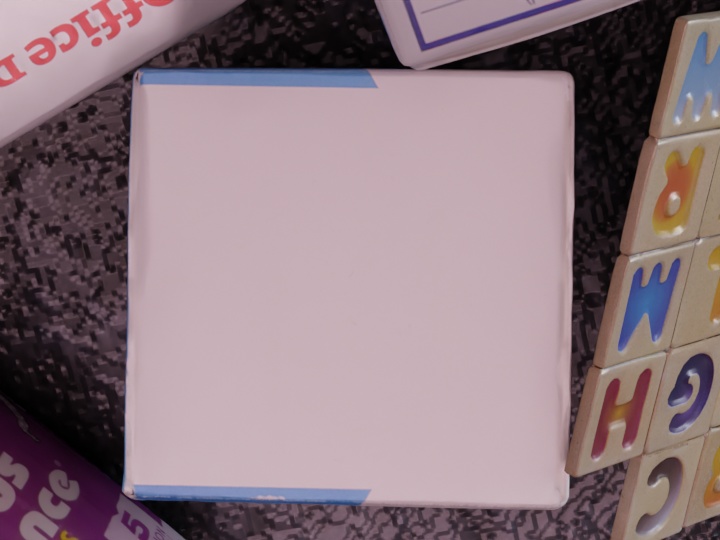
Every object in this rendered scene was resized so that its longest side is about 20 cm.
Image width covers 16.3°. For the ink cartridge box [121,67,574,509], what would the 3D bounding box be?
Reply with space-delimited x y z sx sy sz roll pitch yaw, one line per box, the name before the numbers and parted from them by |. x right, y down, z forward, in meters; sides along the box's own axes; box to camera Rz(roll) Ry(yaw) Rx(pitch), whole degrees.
ink cartridge box | 0.000 0.000 0.802 0.128 0.200 0.125 1 93 1

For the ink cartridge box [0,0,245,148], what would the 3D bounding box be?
ink cartridge box | -0.141 -0.141 0.804 0.144 0.085 0.200 -30 108 12

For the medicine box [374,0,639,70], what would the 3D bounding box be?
medicine box | 0.029 -0.185 0.729 0.103 0.182 0.200 -17 108 9

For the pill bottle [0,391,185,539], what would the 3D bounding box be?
pill bottle | -0.161 0.084 0.873 0.200 0.112 0.112 40 107 -12

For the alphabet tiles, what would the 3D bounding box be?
alphabet tiles | 0.125 -0.016 0.735 0.006 0.166 0.200 26 115 35
